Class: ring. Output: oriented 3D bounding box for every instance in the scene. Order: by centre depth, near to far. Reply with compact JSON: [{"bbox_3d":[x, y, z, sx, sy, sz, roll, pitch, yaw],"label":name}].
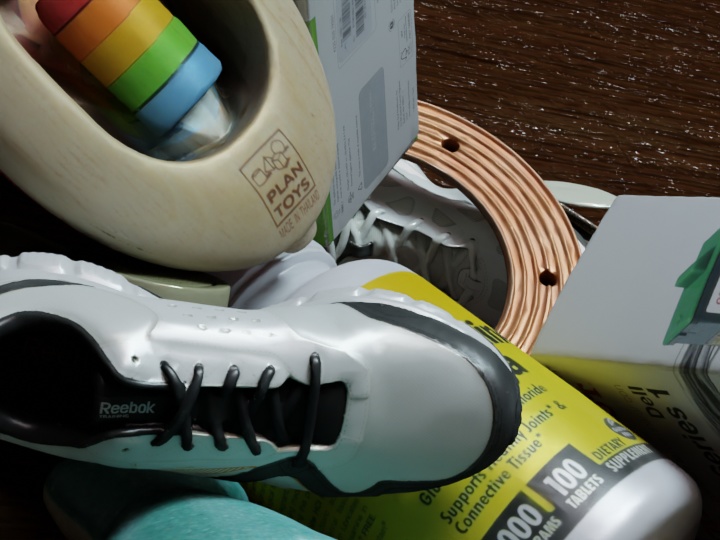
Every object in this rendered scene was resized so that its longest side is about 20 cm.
[{"bbox_3d":[0.000,0.000,0.918,0.200,0.019,0.201,6,54,-8],"label":"ring"}]

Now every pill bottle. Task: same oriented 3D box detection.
[{"bbox_3d":[0.018,0.068,0.784,0.200,0.113,0.112,36,28,24],"label":"pill bottle"}]

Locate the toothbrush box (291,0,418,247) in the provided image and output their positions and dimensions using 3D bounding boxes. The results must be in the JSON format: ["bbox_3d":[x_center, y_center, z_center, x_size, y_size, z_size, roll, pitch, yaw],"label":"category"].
[{"bbox_3d":[-0.082,-0.115,0.888,0.200,0.146,0.086,20,47,23],"label":"toothbrush box"}]

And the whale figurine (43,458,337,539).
[{"bbox_3d":[-0.042,0.109,0.669,0.159,0.104,0.200,10,26,-24],"label":"whale figurine"}]

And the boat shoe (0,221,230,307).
[{"bbox_3d":[-0.140,0.018,0.789,0.200,0.069,0.075,15,8,35],"label":"boat shoe"}]

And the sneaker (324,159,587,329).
[{"bbox_3d":[0.012,-0.003,0.981,0.200,0.076,0.115,30,34,30],"label":"sneaker"}]

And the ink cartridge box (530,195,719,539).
[{"bbox_3d":[0.183,0.047,0.769,0.200,0.084,0.146,2,-36,50],"label":"ink cartridge box"}]

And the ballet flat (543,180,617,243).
[{"bbox_3d":[0.137,0.004,1.058,0.200,0.067,0.068,26,26,4],"label":"ballet flat"}]

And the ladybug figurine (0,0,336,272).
[{"bbox_3d":[-0.092,-0.078,0.762,0.200,0.072,0.136,49,58,-12],"label":"ladybug figurine"}]

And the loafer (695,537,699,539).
[{"bbox_3d":[0.165,0.092,0.906,0.199,0.073,0.071,13,27,-21],"label":"loafer"}]

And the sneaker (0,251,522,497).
[{"bbox_3d":[-0.047,0.043,0.686,0.199,0.074,0.080,5,12,4],"label":"sneaker"}]
